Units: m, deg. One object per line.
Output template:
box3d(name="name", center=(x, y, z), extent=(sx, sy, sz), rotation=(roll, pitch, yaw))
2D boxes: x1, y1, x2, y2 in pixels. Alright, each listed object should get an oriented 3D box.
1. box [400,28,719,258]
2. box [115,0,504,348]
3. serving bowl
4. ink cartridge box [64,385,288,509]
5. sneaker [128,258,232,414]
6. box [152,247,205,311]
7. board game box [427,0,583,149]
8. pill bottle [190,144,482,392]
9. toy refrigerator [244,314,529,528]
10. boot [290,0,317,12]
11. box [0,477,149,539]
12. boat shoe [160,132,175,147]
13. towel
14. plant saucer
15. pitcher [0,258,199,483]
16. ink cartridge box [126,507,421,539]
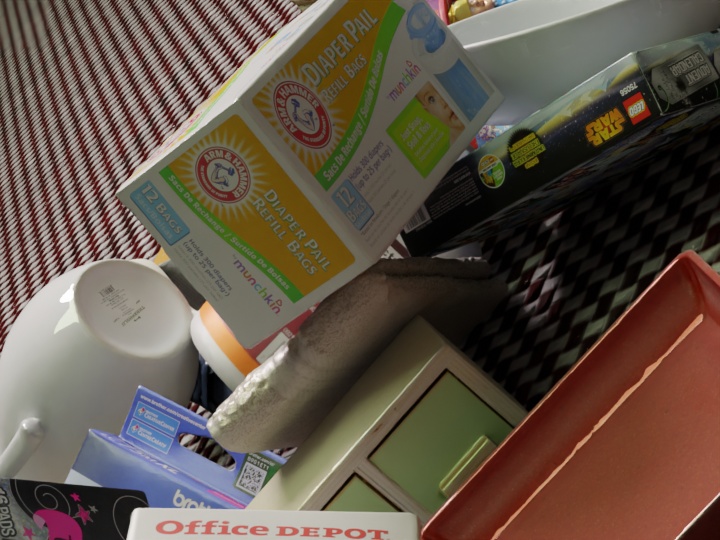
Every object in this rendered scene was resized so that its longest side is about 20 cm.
box3d(name="box", center=(0.127, -0.071, 1.262), extent=(0.137, 0.040, 0.200), rotation=(-20, -8, -45))
box3d(name="box", center=(-0.023, -0.067, 1.225), extent=(0.101, 0.113, 0.200), rotation=(-34, 12, 36))
box3d(name="serving bowl", center=(0.127, -0.128, 1.364), extent=(0.199, 0.066, 0.200), rotation=(-18, 9, 3))
box3d(name="ink cartridge box", center=(-0.128, 0.175, 1.290), extent=(0.119, 0.042, 0.201), rotation=(25, 88, 26))
box3d(name="sneaker", center=(-0.137, 0.058, 1.550), extent=(0.084, 0.075, 0.200), rotation=(-14, 29, -34))
box3d(name="box", center=(-0.038, -0.041, 1.596), extent=(0.200, 0.097, 0.125), rotation=(-25, 30, 50))
box3d(name="board game box", center=(0.093, -0.164, 1.488), extent=(0.158, 0.039, 0.200), rotation=(29, 77, 33))
box3d(name="pill bottle", center=(0.000, 0.000, 1.404), extent=(0.200, 0.113, 0.113), rotation=(-46, 18, 7))
box3d(name="toy refrigerator", center=(-0.002, 0.128, 1.214), extent=(0.200, 0.076, 0.070), rotation=(-48, 18, 1))
box3d(name="boot", center=(0.017, -0.177, 1.639), extent=(0.072, 0.154, 0.200), rotation=(-51, 12, 5))
box3d(name="box", center=(-0.159, 0.224, 1.177), extent=(0.132, 0.114, 0.201), rotation=(-42, 55, 33))
box3d(name="boat shoe", center=(-0.027, -0.079, 1.449), extent=(0.199, 0.071, 0.070), rotation=(-25, 60, 7))
box3d(name="towel", center=(0.002, 0.043, 1.279), extent=(0.133, 0.034, 0.200), rotation=(-47, -17, 15))
box3d(name="plant saucer", center=(0.121, 0.099, 1.051), extent=(0.200, 0.037, 0.200), rotation=(-47, 18, 6))
box3d(name="pitcher", center=(-0.192, 0.098, 1.456), extent=(0.172, 0.121, 0.200), rotation=(-46, -8, -49))
box3d(name="ink cartridge box", center=(-0.045, 0.196, 1.050), extent=(0.200, 0.145, 0.085), rotation=(-88, 0, -61))
